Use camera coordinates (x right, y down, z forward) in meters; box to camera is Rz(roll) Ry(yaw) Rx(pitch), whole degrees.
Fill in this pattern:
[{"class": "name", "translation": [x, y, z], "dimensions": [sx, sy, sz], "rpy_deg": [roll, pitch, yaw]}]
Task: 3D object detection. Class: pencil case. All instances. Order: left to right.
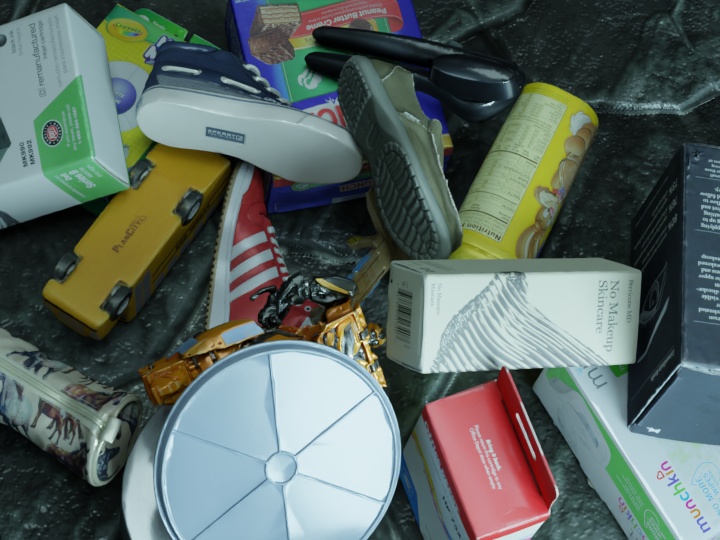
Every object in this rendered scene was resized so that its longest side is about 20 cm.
[{"class": "pencil case", "translation": [-0.265, 0.097, 1.477], "dimensions": [0.199, 0.090, 0.078], "rpy_deg": [28, 80, 19]}]

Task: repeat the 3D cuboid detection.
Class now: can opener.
[{"class": "can opener", "translation": [0.048, -0.181, 1.600], "dimensions": [0.198, 0.079, 0.064], "rpy_deg": [15, 58, 17]}]

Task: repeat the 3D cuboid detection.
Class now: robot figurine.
[{"class": "robot figurine", "translation": [-0.067, 0.089, 1.458], "dimensions": [0.198, 0.058, 0.146], "rpy_deg": [-23, 106, -11]}]

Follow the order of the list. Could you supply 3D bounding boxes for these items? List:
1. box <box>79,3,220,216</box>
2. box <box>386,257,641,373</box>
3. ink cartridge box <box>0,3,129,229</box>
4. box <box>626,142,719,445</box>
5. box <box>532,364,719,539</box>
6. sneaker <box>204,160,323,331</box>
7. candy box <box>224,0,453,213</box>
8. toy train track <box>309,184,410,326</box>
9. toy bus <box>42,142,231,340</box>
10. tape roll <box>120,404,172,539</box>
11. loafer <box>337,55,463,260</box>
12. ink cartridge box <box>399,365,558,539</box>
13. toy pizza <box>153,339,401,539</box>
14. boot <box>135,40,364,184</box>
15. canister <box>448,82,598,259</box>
[{"class": "box", "translation": [-0.212, -0.151, 1.638], "dimensions": [0.117, 0.049, 0.201], "rpy_deg": [29, 64, 14]}, {"class": "box", "translation": [0.122, 0.034, 1.456], "dimensions": [0.198, 0.068, 0.083], "rpy_deg": [-2, 99, -25]}, {"class": "ink cartridge box", "translation": [-0.310, -0.118, 1.549], "dimensions": [0.198, 0.084, 0.147], "rpy_deg": [-17, 72, 12]}, {"class": "box", "translation": [0.285, 0.022, 1.484], "dimensions": [0.103, 0.148, 0.202], "rpy_deg": [8, 65, -6]}, {"class": "box", "translation": [0.276, 0.129, 1.568], "dimensions": [0.175, 0.097, 0.201], "rpy_deg": [-25, 72, -20]}, {"class": "sneaker", "translation": [-0.073, 0.006, 1.583], "dimensions": [0.111, 0.071, 0.202], "rpy_deg": [7, 72, -2]}, {"class": "candy box", "translation": [-0.023, -0.168, 1.662], "dimensions": [0.167, 0.077, 0.202], "rpy_deg": [-11, 69, -10]}, {"class": "toy train track", "translation": [0.000, 0.000, 1.578], "dimensions": [0.032, 0.116, 0.200], "rpy_deg": [-7, 27, 32]}, {"class": "toy bus", "translation": [-0.191, -0.028, 1.575], "dimensions": [0.065, 0.078, 0.201], "rpy_deg": [31, 66, 9]}, {"class": "tape roll", "translation": [-0.097, 0.192, 1.501], "dimensions": [0.198, 0.066, 0.202], "rpy_deg": [3, 67, -7]}, {"class": "loafer", "translation": [0.046, -0.096, 1.511], "dimensions": [0.069, 0.075, 0.202], "rpy_deg": [-8, 63, -28]}, {"class": "ink cartridge box", "translation": [0.091, 0.167, 1.464], "dimensions": [0.067, 0.200, 0.117], "rpy_deg": [-17, 69, -14]}, {"class": "toy pizza", "translation": [-0.065, 0.149, 1.424], "dimensions": [0.198, 0.032, 0.202], "rpy_deg": [-5, 106, -17]}, {"class": "boot", "translation": [-0.089, -0.142, 1.573], "dimensions": [0.198, 0.073, 0.091], "rpy_deg": [15, 49, -6]}, {"class": "canister", "translation": [0.128, -0.047, 1.595], "dimensions": [0.086, 0.149, 0.201], "rpy_deg": [26, 63, 4]}]
